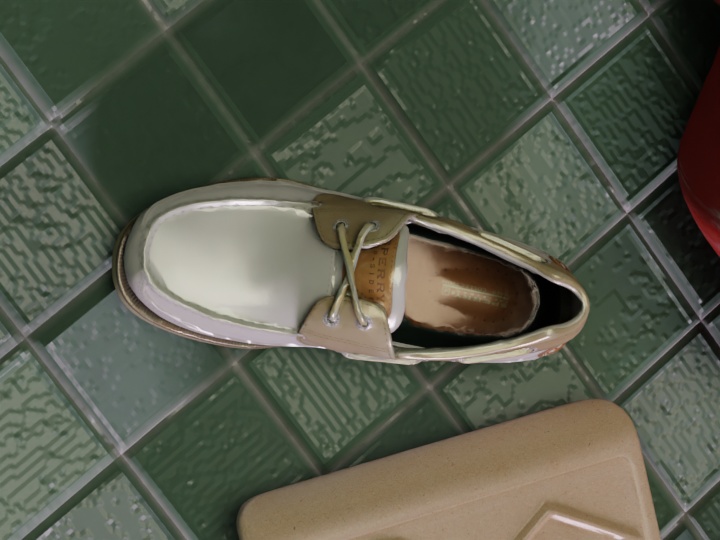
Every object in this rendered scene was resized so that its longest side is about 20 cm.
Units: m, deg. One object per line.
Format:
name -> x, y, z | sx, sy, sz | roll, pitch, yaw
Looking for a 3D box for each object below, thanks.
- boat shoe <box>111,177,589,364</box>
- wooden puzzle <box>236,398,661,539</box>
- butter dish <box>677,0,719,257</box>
boat shoe -> 0.000, 0.000, 0.971 | 0.199, 0.068, 0.075 | 4, 87, -21
wooden puzzle -> 0.050, 0.172, 1.002 | 0.184, 0.046, 0.201 | -14, 89, -21
butter dish -> 0.211, -0.016, 1.014 | 0.199, 0.200, 0.148 | 30, 102, -18
